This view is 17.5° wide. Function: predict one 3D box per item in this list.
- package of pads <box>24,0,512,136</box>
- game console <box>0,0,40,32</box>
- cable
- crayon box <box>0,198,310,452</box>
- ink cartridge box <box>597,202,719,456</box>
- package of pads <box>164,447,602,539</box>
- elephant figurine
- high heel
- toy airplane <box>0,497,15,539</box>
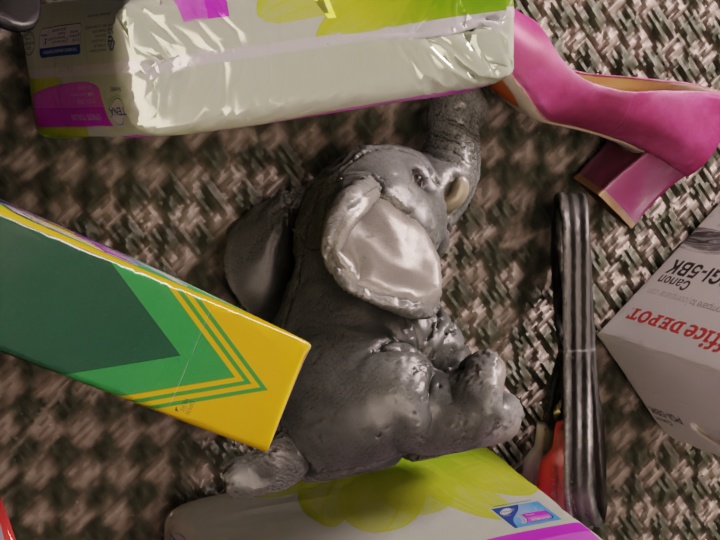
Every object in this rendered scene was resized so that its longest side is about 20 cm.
[{"bbox_3d":[-0.047,-0.105,1.109,0.198,0.154,0.069,-10,97,-25],"label":"package of pads"},{"bbox_3d":[-0.191,-0.227,0.985,0.117,0.201,0.172,0,135,-10],"label":"game console"},{"bbox_3d":[0.106,0.061,1.267,0.050,0.097,0.202,-4,97,4],"label":"cable"},{"bbox_3d":[-0.144,0.008,1.056,0.172,0.200,0.059,25,89,-31],"label":"crayon box"},{"bbox_3d":[0.250,0.007,1.295,0.200,0.147,0.083,-46,115,-14],"label":"ink cartridge box"},{"bbox_3d":[0.013,0.156,1.196,0.198,0.154,0.069,-10,114,-26],"label":"package of pads"},{"bbox_3d":[0.000,0.000,1.190,0.140,0.155,0.202,-13,85,16],"label":"elephant figurine"},{"bbox_3d":[0.124,-0.111,1.249,0.096,0.067,0.200,-48,122,-1],"label":"high heel"},{"bbox_3d":[-0.178,0.231,1.118,0.199,0.141,0.200,44,78,-27],"label":"toy airplane"}]
